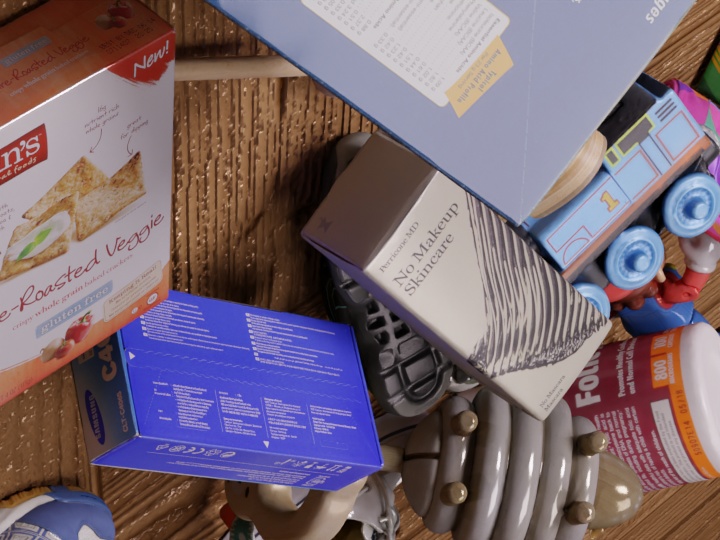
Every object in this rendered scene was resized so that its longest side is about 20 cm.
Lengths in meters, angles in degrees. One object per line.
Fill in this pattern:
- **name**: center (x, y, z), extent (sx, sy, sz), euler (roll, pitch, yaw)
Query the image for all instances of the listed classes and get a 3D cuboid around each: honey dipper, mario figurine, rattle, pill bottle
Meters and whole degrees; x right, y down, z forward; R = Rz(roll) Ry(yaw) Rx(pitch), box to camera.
- **honey dipper**: center (-0.050, -0.107, 1.200), extent (0.200, 0.038, 0.038), euler (-11, 135, -50)
- **mario figurine**: center (0.224, 0.002, 1.695), extent (0.123, 0.106, 0.200), euler (-33, 132, 8)
- **rattle**: center (-0.088, 0.133, 1.425), extent (0.142, 0.131, 0.200), euler (-10, 160, -39)
- **pill bottle**: center (0.176, 0.114, 1.661), extent (0.199, 0.115, 0.114), euler (-15, 164, 22)

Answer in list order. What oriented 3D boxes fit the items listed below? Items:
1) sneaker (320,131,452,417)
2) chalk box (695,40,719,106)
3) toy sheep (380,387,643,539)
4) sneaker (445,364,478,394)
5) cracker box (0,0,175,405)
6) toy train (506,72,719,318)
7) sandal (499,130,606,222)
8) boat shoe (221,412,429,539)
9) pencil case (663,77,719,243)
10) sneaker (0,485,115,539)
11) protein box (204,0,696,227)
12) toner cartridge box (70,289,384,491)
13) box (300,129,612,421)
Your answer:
- **sneaker**: center (0.000, 0.000, 1.388), extent (0.075, 0.079, 0.201), euler (-27, 127, -24)
- **chalk box**: center (0.373, -0.137, 1.634), extent (0.125, 0.200, 0.124), euler (-15, 138, -49)
- **toy sheep**: center (0.099, 0.140, 1.557), extent (0.138, 0.199, 0.138), euler (-166, -90, -86)
- **sneaker**: center (0.115, 0.018, 1.601), extent (0.200, 0.077, 0.089), euler (-37, 162, -9)
- **cracker box**: center (-0.159, -0.033, 1.103), extent (0.134, 0.058, 0.200), euler (-34, 149, -30)
- **toy train**: center (0.152, -0.040, 1.499), extent (0.200, 0.087, 0.114), euler (-44, 122, -2)
- **sandal**: center (0.059, -0.046, 1.420), extent (0.212, 0.070, 0.078), euler (-36, -153, 39)
- **boat shoe**: center (-0.004, 0.178, 1.592), extent (0.202, 0.086, 0.075), euler (-33, 150, -30)
- **pencil case**: center (0.276, -0.053, 1.598), extent (0.089, 0.200, 0.088), euler (-55, -172, 12)
- **sneaker**: center (-0.204, 0.186, 1.290), extent (0.200, 0.088, 0.075), euler (-15, 136, -51)
- **protein box**: center (0.041, -0.168, 1.048), extent (0.200, 0.135, 0.199), euler (34, 97, -28)
- **toner cartridge box**: center (-0.075, 0.068, 1.274), extent (0.043, 0.095, 0.200), euler (-31, 152, 34)
- **box**: center (0.061, 0.006, 1.339), extent (0.200, 0.068, 0.082), euler (38, 86, -43)
